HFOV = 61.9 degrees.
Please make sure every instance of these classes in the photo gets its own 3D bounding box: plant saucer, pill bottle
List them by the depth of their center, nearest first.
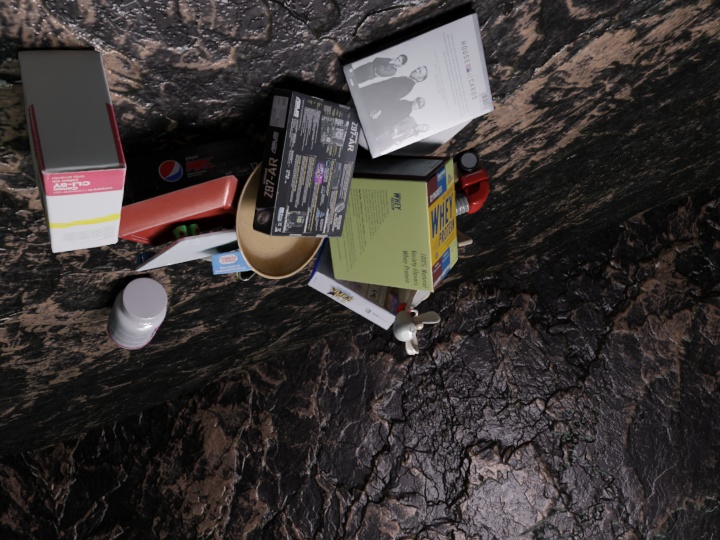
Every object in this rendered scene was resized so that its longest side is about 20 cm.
[{"bbox_3d":[-0.263,-0.081,0.899,0.197,0.037,0.200,-16,178,-2],"label":"plant saucer"},{"bbox_3d":[-0.124,-0.089,0.928,0.035,0.204,0.199,18,-167,36],"label":"plant saucer"},{"bbox_3d":[-0.506,0.098,1.363,0.112,0.115,0.200,-11,163,-33],"label":"pill bottle"}]

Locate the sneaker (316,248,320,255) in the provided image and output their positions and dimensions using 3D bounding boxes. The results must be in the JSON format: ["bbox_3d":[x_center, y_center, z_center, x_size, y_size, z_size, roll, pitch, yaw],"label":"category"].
[{"bbox_3d":[-0.075,-0.088,1.411,0.077,0.067,0.200,1,157,-28],"label":"sneaker"}]

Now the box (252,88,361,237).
[{"bbox_3d":[-0.075,-0.153,0.897,0.043,0.204,0.159,18,-166,36],"label":"box"}]

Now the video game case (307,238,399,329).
[{"bbox_3d":[0.000,0.000,1.202,0.046,0.179,0.201,-54,-167,36],"label":"video game case"}]

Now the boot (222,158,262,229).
[{"bbox_3d":[-0.194,-0.121,1.070,0.163,0.066,0.200,-32,173,-5],"label":"boot"}]

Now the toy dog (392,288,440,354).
[{"bbox_3d":[0.117,0.049,1.137,0.095,0.203,0.132,-14,145,20],"label":"toy dog"}]

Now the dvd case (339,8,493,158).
[{"bbox_3d":[0.086,-0.264,0.863,0.197,0.025,0.152,-21,128,2],"label":"dvd case"}]

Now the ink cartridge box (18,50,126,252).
[{"bbox_3d":[-0.331,-0.128,0.692,0.082,0.147,0.200,-12,164,-28],"label":"ink cartridge box"}]

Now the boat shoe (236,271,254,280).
[{"bbox_3d":[-0.236,-0.040,1.345,0.071,0.061,0.201,-11,163,-34],"label":"boat shoe"}]

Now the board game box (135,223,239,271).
[{"bbox_3d":[-0.246,-0.051,0.987,0.198,0.026,0.199,-15,177,-41],"label":"board game box"}]

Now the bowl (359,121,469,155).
[{"bbox_3d":[0.098,-0.255,0.991,0.197,0.076,0.199,-8,163,-40],"label":"bowl"}]

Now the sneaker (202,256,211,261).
[{"bbox_3d":[-0.255,-0.058,1.253,0.197,0.086,0.075,1,177,21],"label":"sneaker"}]

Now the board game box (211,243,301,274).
[{"bbox_3d":[-0.181,-0.023,1.091,0.148,0.037,0.200,-8,-178,-6],"label":"board game box"}]

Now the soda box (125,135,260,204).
[{"bbox_3d":[-0.250,-0.143,0.905,0.197,0.072,0.063,-16,168,-22],"label":"soda box"}]

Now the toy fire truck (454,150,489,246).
[{"bbox_3d":[0.208,-0.141,1.308,0.173,0.203,0.129,-19,167,-6],"label":"toy fire truck"}]

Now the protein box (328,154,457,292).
[{"bbox_3d":[0.057,-0.091,1.072,0.197,0.202,0.135,7,-151,27],"label":"protein box"}]
